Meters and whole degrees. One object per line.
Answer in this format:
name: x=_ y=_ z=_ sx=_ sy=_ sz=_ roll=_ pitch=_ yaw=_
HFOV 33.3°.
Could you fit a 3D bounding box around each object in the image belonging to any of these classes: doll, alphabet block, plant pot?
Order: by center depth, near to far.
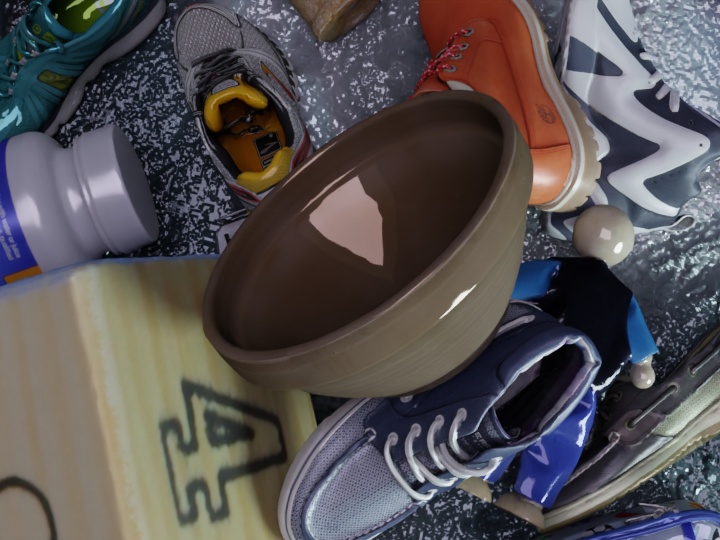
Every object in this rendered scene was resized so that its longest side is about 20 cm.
plant pot: x=0.018 y=0.002 z=0.657 sx=0.200 sy=0.201 sz=0.093 roll=-38 pitch=117 yaw=1
alphabet block: x=-0.149 y=0.109 z=0.720 sx=0.193 sy=0.195 sz=0.203 roll=-15 pitch=85 yaw=31
doll: x=0.119 y=0.050 z=0.748 sx=0.135 sy=0.048 sz=0.202 roll=27 pitch=83 yaw=-10

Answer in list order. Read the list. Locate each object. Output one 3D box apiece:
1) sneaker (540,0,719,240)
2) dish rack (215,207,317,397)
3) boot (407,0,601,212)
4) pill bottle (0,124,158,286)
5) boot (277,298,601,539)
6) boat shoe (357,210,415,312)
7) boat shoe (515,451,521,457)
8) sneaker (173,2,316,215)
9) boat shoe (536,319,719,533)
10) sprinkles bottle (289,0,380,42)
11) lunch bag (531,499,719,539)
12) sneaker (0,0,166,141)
sneaker: x=0.193 y=-0.116 z=0.799 sx=0.127 sy=0.079 sz=0.203 roll=6 pitch=87 yaw=3
dish rack: x=0.000 y=0.000 z=0.816 sx=0.197 sy=0.055 sz=0.156 roll=-20 pitch=85 yaw=2
boot: x=0.069 y=-0.128 z=0.767 sx=0.106 sy=0.075 sz=0.202 roll=3 pitch=49 yaw=-34
pill bottle: x=-0.241 y=-0.025 z=0.803 sx=0.197 sy=0.112 sz=0.114 roll=-19 pitch=85 yaw=3
boot: x=0.039 y=0.092 z=0.664 sx=0.200 sy=0.090 sz=0.073 roll=-43 pitch=105 yaw=-6
boat shoe: x=0.019 y=0.028 z=0.758 sx=0.070 sy=0.070 sz=0.204 roll=-1 pitch=82 yaw=12
boat shoe: x=0.025 y=0.108 z=0.804 sx=0.197 sy=0.072 sz=0.069 roll=-20 pitch=64 yaw=8
sneaker: x=-0.075 y=-0.112 z=0.793 sx=0.077 sy=0.082 sz=0.201 roll=-32 pitch=58 yaw=2
boat shoe: x=0.188 y=0.098 z=0.794 sx=0.199 sy=0.072 sz=0.066 roll=-33 pitch=80 yaw=-4
sprinkles bottle: x=-0.064 y=-0.254 z=0.829 sx=0.068 sy=0.068 sz=0.201 roll=-39 pitch=85 yaw=0
lunch bag: x=0.192 y=0.250 z=0.779 sx=0.158 sy=0.076 sz=0.203 roll=-13 pitch=87 yaw=0
sneaker: x=-0.219 y=-0.154 z=0.827 sx=0.077 sy=0.080 sz=0.200 roll=43 pitch=90 yaw=5
